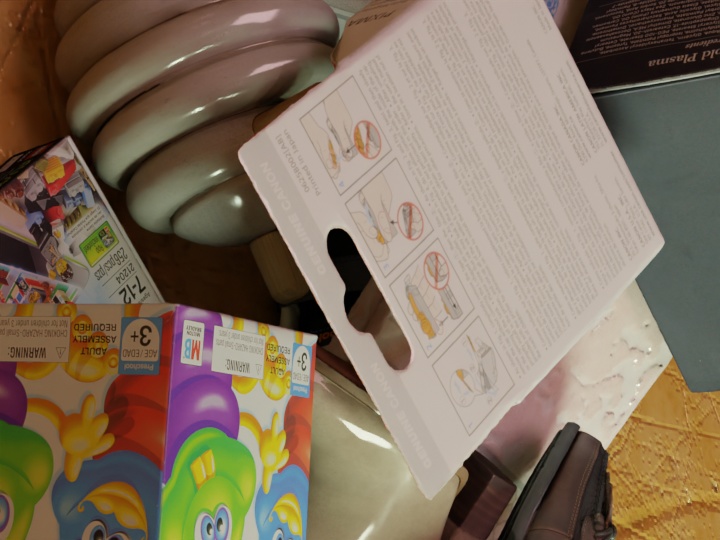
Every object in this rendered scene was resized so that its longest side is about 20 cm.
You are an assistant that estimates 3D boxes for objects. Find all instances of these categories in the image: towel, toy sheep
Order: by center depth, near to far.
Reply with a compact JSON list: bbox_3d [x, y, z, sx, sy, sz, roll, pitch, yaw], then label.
[{"bbox_3d":[-0.064,-0.081,0.836,0.138,0.138,0.200,-1,67,-55],"label":"toy sheep"},{"bbox_3d":[0.066,0.050,0.926,0.191,0.032,0.200,-57,136,-12],"label":"towel"}]

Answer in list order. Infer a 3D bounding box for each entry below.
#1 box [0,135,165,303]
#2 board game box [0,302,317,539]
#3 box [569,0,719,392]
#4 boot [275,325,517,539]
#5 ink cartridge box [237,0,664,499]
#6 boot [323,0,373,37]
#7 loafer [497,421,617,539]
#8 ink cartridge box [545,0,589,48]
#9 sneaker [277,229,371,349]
[{"bbox_3d":[-0.149,0.041,0.749,0.110,0.035,0.200,61,36,-17],"label":"box"},{"bbox_3d":[-0.087,0.117,0.688,0.105,0.103,0.201,16,76,-62],"label":"board game box"},{"bbox_3d":[0.196,-0.074,0.970,0.200,0.104,0.182,59,37,-32],"label":"box"},{"bbox_3d":[-0.019,0.119,0.809,0.200,0.146,0.070,38,4,-46],"label":"boot"},{"bbox_3d":[0.032,-0.027,0.796,0.200,0.057,0.163,-41,110,-37],"label":"ink cartridge box"},{"bbox_3d":[-0.023,-0.168,0.872,0.096,0.199,0.074,101,9,-56],"label":"boot"},{"bbox_3d":[0.084,0.145,0.859,0.063,0.072,0.200,27,36,6],"label":"loafer"},{"bbox_3d":[0.049,-0.139,1.010,0.146,0.146,0.200,-40,108,-54],"label":"ink cartridge box"},{"bbox_3d":[0.000,0.000,0.939,0.079,0.078,0.201,-12,87,-61],"label":"sneaker"}]
